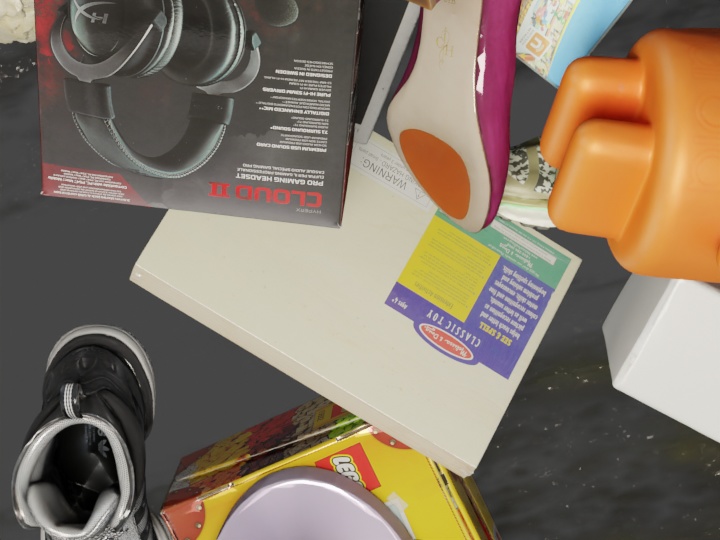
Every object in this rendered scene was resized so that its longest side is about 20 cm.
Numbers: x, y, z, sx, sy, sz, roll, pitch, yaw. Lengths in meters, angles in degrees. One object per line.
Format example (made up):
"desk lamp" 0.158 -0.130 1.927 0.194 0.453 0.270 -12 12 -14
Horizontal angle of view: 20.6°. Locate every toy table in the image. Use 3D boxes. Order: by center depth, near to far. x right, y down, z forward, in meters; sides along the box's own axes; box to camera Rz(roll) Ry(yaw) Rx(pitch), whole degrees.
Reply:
"toy table" -0.021 0.213 0.984 0.183 0.117 0.201 -21 104 9

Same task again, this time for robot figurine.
"robot figurine" 0.186 -0.048 0.915 0.198 0.144 0.117 4 103 -9

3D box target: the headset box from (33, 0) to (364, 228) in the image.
"headset box" -0.072 -0.109 0.918 0.148 0.077 0.201 7 131 0

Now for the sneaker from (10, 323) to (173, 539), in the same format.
"sneaker" -0.144 0.137 1.052 0.075 0.114 0.202 -1 105 4

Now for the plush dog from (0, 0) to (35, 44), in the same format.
"plush dog" -0.215 -0.224 0.955 0.199 0.160 0.173 15 79 -3

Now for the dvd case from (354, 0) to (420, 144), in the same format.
"dvd case" -0.037 -0.157 0.938 0.149 0.025 0.201 16 132 -8

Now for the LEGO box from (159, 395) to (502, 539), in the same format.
"LEGO box" 0.004 0.172 1.071 0.148 0.077 0.201 -23 103 9

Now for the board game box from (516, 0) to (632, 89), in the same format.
"board game box" 0.066 -0.210 0.971 0.200 0.064 0.148 36 105 -7

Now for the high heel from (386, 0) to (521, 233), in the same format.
"high heel" 0.060 -0.107 0.912 0.067 0.096 0.201 31 150 29

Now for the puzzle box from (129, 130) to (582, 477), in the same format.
"puzzle box" 0.000 0.000 1.007 0.199 0.025 0.133 31 65 -2

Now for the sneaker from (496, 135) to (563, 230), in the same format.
"sneaker" 0.133 -0.072 1.002 0.198 0.077 0.089 -2 105 -4

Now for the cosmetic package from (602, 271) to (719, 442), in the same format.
"cosmetic package" 0.229 0.060 1.016 0.199 0.101 0.072 28 106 -4
